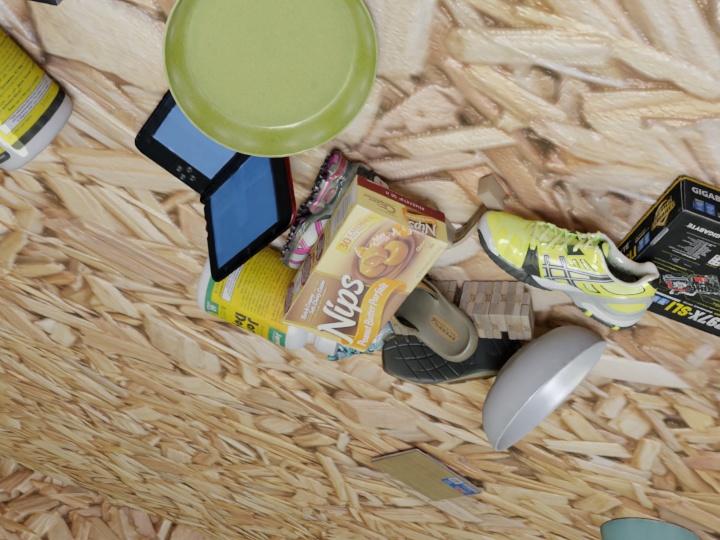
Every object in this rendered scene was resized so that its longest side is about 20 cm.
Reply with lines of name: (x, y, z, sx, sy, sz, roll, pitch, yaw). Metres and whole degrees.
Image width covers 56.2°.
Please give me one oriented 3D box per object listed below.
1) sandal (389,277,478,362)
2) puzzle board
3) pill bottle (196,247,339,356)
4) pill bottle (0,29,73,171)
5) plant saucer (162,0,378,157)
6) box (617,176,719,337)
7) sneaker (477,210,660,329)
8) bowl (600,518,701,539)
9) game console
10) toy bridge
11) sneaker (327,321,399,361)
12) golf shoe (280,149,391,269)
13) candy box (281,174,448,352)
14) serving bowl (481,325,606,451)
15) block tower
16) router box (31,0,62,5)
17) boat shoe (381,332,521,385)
sandal: (0.059, 0.043, 0.846, 0.198, 0.081, 0.054, 37, -165, 19)
puzzle board: (0.138, 0.428, 1.413, 0.198, 0.018, 0.149, 36, 140, -24)
pill bottle: (-0.110, 0.037, 0.908, 0.196, 0.114, 0.114, 22, 145, 4)
pill bottle: (-0.423, -0.217, 0.730, 0.110, 0.114, 0.201, -11, 135, 34)
plant saucer: (-0.081, -0.197, 0.623, 0.194, 0.032, 0.203, -6, 135, -6)
box: (0.381, -0.001, 0.710, 0.195, 0.050, 0.161, 19, 147, -1)
sneaker: (0.217, -0.019, 0.705, 0.196, 0.076, 0.077, 25, 137, 2)
bowl: (0.580, 0.587, 1.347, 0.195, 0.107, 0.203, 11, 144, 8)
game console: (-0.170, -0.107, 0.756, 0.171, 0.121, 0.199, 35, 141, -23)
toy bridge: (0.090, -0.053, 0.789, 0.197, 0.028, 0.067, -17, 134, 39)
sneaker: (-0.012, 0.099, 0.983, 0.195, 0.088, 0.078, 14, 146, 7)
golf shoe: (-0.035, -0.052, 0.808, 0.090, 0.074, 0.200, 25, 144, -13)
candy box: (0.000, 0.000, 0.768, 0.113, 0.056, 0.201, 21, 131, -18)
serving bowl: (0.228, 0.142, 0.881, 0.066, 0.198, 0.202, 47, 155, 28)
block tower: (0.127, 0.051, 0.887, 0.195, 0.055, 0.058, 2, 141, 24)
router box: (-0.350, -0.344, 0.580, 0.153, 0.053, 0.202, 13, 144, 8)
boat shoe: (0.126, 0.129, 0.946, 0.194, 0.078, 0.074, 0, 156, -4)
